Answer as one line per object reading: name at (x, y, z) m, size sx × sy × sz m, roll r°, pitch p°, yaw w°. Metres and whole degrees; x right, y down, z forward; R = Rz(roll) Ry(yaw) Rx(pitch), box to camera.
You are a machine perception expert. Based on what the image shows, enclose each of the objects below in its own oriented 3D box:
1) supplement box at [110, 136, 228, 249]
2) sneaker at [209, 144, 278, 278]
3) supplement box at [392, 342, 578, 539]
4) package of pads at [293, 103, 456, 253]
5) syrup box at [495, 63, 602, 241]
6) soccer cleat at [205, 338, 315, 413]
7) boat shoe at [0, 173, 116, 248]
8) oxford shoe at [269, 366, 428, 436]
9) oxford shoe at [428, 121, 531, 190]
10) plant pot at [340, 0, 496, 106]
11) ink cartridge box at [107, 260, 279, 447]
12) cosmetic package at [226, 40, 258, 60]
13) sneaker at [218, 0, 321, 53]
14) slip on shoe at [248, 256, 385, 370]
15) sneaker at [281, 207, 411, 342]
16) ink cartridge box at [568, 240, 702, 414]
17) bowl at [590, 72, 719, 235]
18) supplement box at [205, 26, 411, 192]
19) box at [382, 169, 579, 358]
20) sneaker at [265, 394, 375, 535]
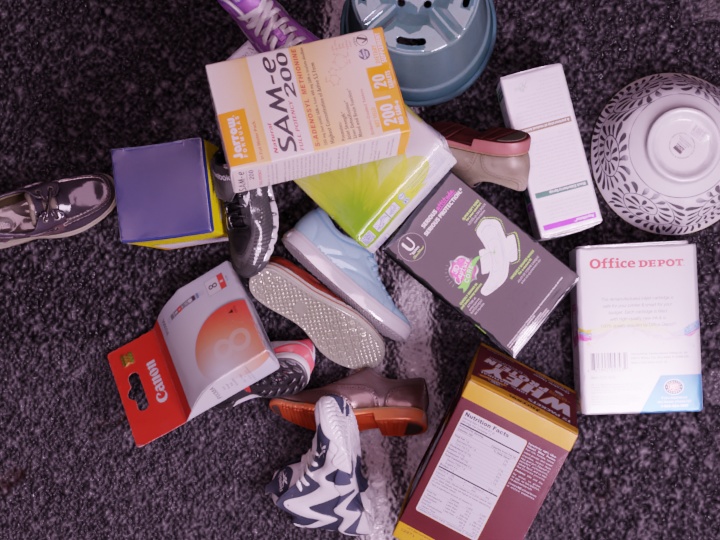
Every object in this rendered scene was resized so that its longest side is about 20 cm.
supplement box at (-0.213, -0.088, 1.496) m, size 0.108 × 0.200 × 0.111 m, roll -7°, pitch 88°, yaw 5°
sneaker at (-0.136, -0.093, 1.423) m, size 0.066 × 0.090 × 0.202 m, roll 9°, pitch 93°, yaw 36°
supplement box at (0.148, 0.219, 1.450) m, size 0.132 × 0.197 × 0.201 m, roll 27°, pitch 102°, yaw 4°
package of pads at (-0.003, -0.139, 1.448) m, size 0.155 × 0.068 × 0.200 m, roll -47°, pitch 62°, yaw 4°
syrup box at (0.229, -0.141, 1.529) m, size 0.081 × 0.079 × 0.202 m, roll -13°, pitch 88°, yaw 3°
soccer cleat at (-0.148, 0.127, 1.562) m, size 0.198 × 0.073 × 0.069 m, roll -11°, pitch 113°, yaw 20°
boat shoe at (-0.404, -0.075, 1.577) m, size 0.198 × 0.065 × 0.073 m, roll -14°, pitch 86°, yaw 3°
oxford shoe at (-0.013, 0.160, 1.554) m, size 0.198 × 0.071 × 0.074 m, roll 4°, pitch 62°, yaw 6°
oxford shoe at (0.115, -0.135, 1.516) m, size 0.199 × 0.070 × 0.075 m, roll 14°, pitch 120°, yaw 40°
plant pot at (0.068, -0.310, 1.487) m, size 0.198 × 0.196 × 0.202 m, roll 0°, pitch 88°, yaw 3°
ink cartridge box at (-0.214, 0.098, 1.526) m, size 0.199 × 0.050 × 0.163 m, roll -28°, pitch 50°, yaw -1°
cosmetic package at (-0.084, -0.196, 1.556) m, size 0.102 × 0.074 × 0.200 m, roll -42°, pitch 87°, yaw 1°
sneaker at (-0.103, -0.273, 1.440) m, size 0.073 × 0.114 × 0.200 m, roll -46°, pitch 57°, yaw 2°
slip on shoe at (-0.049, 0.049, 1.547) m, size 0.199 × 0.061 × 0.074 m, roll 36°, pitch 115°, yaw -11°
sneaker at (0.000, 0.000, 1.545) m, size 0.200 × 0.074 × 0.082 m, roll 43°, pitch 79°, yaw -4°
ink cartridge box at (0.330, 0.068, 1.514) m, size 0.143 × 0.085 × 0.202 m, roll -2°, pitch 90°, yaw 3°
bowl at (0.383, -0.145, 1.511) m, size 0.199 × 0.094 × 0.203 m, roll 0°, pitch 89°, yaw 4°
supplement box at (-0.057, -0.173, 1.354) m, size 0.198 × 0.074 × 0.127 m, roll -14°, pitch 76°, yaw -7°
box at (0.141, -0.006, 1.496) m, size 0.200 × 0.149 × 0.125 m, roll 40°, pitch 90°, yaw 3°
sneaker at (-0.062, 0.240, 1.515) m, size 0.128 × 0.080 × 0.200 m, roll -7°, pitch 128°, yaw 12°
